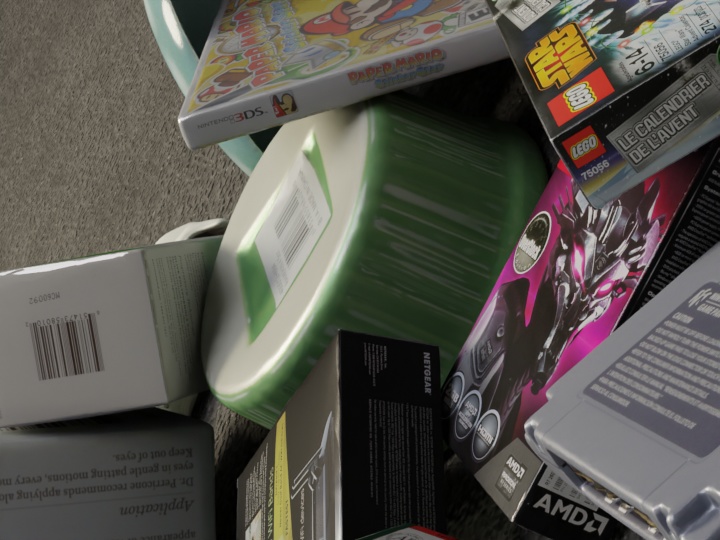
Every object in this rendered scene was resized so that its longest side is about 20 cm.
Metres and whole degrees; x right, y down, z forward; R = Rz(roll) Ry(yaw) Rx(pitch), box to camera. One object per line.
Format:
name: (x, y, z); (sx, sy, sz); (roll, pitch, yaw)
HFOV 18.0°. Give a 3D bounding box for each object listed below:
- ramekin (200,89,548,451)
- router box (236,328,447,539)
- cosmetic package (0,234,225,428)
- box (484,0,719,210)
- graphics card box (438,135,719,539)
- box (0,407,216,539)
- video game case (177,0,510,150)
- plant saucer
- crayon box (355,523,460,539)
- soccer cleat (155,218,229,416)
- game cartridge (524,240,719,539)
ramekin: (0.000, 0.000, 1.155); (0.200, 0.097, 0.201); (-49, 28, 37)
router box: (-0.011, 0.152, 1.026); (0.157, 0.052, 0.201); (125, 150, -54)
cosmetic package: (-0.122, 0.030, 1.248); (0.200, 0.107, 0.085); (-17, -83, -75)
box: (0.128, -0.111, 0.951); (0.136, 0.040, 0.200); (-32, 23, 8)
graphics card box: (0.108, 0.007, 0.971); (0.201, 0.051, 0.125); (-63, 22, 9)
box: (-0.199, 0.165, 1.258); (0.200, 0.198, 0.173); (-177, 84, -67)
video game case: (0.005, -0.132, 1.177); (0.181, 0.023, 0.200); (-16, 24, 12)
plant saucer: (-0.067, -0.118, 1.298); (0.027, 0.200, 0.201); (-29, 36, 17)
crayon box: (0.066, 0.189, 0.696); (0.199, 0.058, 0.174); (15, 107, 41)
soccer cleat: (-0.124, 0.054, 1.430); (0.077, 0.069, 0.201); (-30, 39, 51)
game cartridge: (0.137, 0.039, 0.807); (0.133, 0.041, 0.200); (-44, 13, -4)
